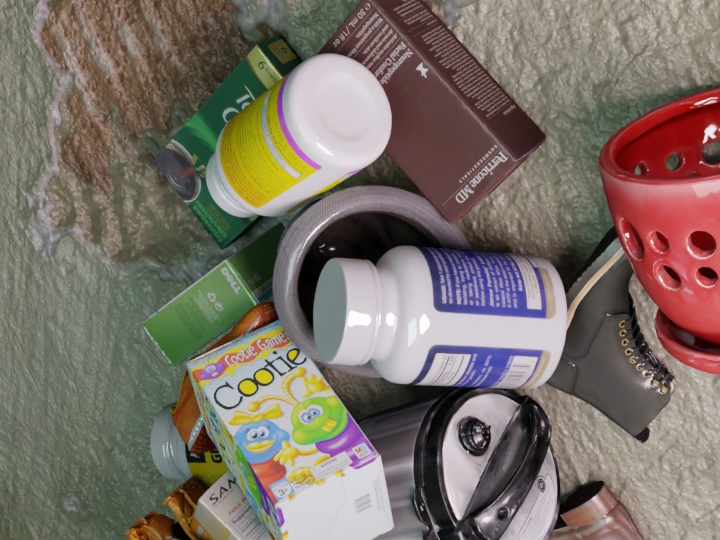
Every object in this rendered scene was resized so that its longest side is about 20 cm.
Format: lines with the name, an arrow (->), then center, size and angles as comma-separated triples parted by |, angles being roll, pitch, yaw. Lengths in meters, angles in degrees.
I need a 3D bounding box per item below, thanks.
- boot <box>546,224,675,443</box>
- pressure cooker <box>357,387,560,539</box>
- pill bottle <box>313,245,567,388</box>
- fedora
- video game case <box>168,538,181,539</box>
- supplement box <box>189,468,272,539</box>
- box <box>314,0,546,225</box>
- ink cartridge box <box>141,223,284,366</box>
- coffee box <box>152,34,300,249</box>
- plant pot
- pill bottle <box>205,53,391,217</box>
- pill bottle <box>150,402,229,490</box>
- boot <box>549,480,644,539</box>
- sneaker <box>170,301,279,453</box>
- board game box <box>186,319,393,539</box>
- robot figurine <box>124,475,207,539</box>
boot -> 0.242, 0.053, 1.252 | 0.138, 0.077, 0.200 | 35, 138, 8
pressure cooker -> 0.089, 0.202, 1.324 | 0.200, 0.178, 0.177 | -23, 68, 46
pill bottle -> 0.066, 0.040, 1.226 | 0.120, 0.199, 0.121 | -176, 90, -70
fedora -> 0.000, 0.000, 1.305 | 0.178, 0.199, 0.090 | -66, 30, 10
video game case -> -0.101, 0.360, 1.370 | 0.182, 0.023, 0.201 | 1, 119, 49
supplement box -> -0.071, 0.286, 1.374 | 0.200, 0.073, 0.126 | 43, 155, 10
box -> 0.058, -0.152, 1.264 | 0.200, 0.075, 0.100 | 47, 127, 3
ink cartridge box -> -0.120, 0.013, 1.428 | 0.200, 0.104, 0.059 | -34, 93, 37
coffee box -> -0.110, -0.125, 1.396 | 0.200, 0.044, 0.123 | -39, 88, 37
plant pot -> 0.300, -0.032, 1.098 | 0.199, 0.200, 0.183 | -3, 118, 32
pill bottle -> -0.064, -0.111, 1.265 | 0.200, 0.104, 0.105 | -27, 96, 54
pill bottle -> -0.121, 0.181, 1.498 | 0.199, 0.112, 0.113 | -5, 109, 33
boot -> 0.231, 0.323, 1.384 | 0.186, 0.064, 0.200 | -35, 96, 39
sneaker -> -0.139, 0.097, 1.392 | 0.077, 0.073, 0.200 | 54, 126, 27
board game box -> -0.066, 0.157, 1.275 | 0.200, 0.103, 0.105 | 51, 159, 45
robot figurine -> -0.152, 0.325, 1.477 | 0.145, 0.058, 0.200 | -42, 84, 30
